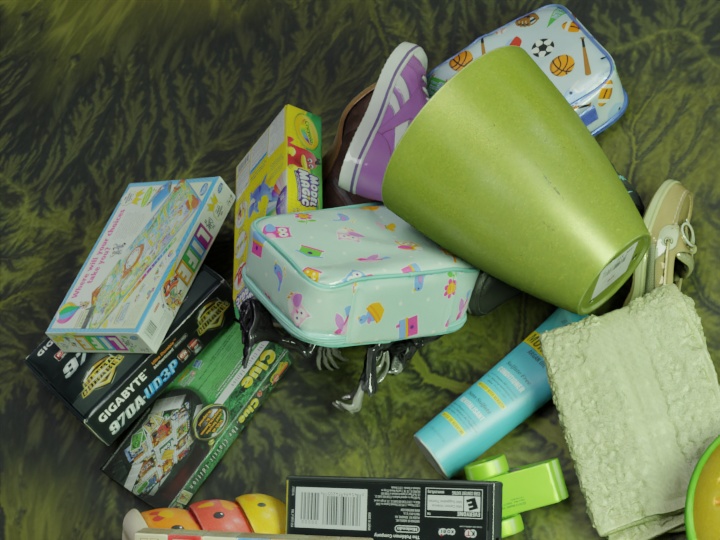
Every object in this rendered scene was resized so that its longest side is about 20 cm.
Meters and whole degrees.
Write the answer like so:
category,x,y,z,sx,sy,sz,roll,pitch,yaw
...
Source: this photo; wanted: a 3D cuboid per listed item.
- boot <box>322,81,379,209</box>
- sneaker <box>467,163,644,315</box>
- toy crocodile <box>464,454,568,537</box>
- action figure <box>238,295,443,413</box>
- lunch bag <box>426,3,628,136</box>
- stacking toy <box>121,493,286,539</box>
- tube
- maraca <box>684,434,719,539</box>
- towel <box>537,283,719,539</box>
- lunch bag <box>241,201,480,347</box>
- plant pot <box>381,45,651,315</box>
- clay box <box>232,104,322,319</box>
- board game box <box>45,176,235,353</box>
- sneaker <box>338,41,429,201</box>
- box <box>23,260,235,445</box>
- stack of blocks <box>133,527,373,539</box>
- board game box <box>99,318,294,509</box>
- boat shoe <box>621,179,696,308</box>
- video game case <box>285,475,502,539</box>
category,x,y,z,sx,sy,sz,roll,pitch,yaw
boot,0.021,-0.091,1.728,0.200,0.072,0.166,-48,43,3
sneaker,0.178,-0.024,1.602,0.200,0.076,0.079,-41,51,-5
toy crocodile,0.084,0.209,1.494,0.198,0.062,0.068,-22,88,9
action figure,-0.016,0.069,1.618,0.197,0.103,0.119,7,18,-13
lunch bag,0.159,-0.166,1.717,0.199,0.076,0.161,-33,51,1
stacking toy,-0.103,0.247,1.538,0.198,0.147,0.146,-24,46,-15
tube,0.139,0.108,1.550,0.199,0.051,0.077,-38,56,-10
maraca,0.334,0.172,1.353,0.136,0.107,0.201,32,69,2
towel,0.241,0.124,1.449,0.147,0.036,0.202,-20,73,6
lunch bag,0.000,0.000,1.563,0.198,0.078,0.160,-6,29,-34
plant pot,0.151,-0.061,1.501,0.187,0.187,0.200,-43,69,-7
clay box,-0.083,-0.052,1.713,0.115,0.047,0.202,-46,36,43
board game box,-0.224,-0.006,1.750,0.133,0.034,0.201,-1,51,37
sneaker,0.059,-0.135,1.668,0.113,0.073,0.202,16,52,7
box,-0.233,0.065,1.752,0.200,0.046,0.159,-46,39,-9
stack of blocks,-0.089,0.277,1.415,0.197,0.059,0.117,2,86,1
board game box,-0.161,0.142,1.691,0.104,0.024,0.201,25,72,40
boat shoe,0.275,0.014,1.529,0.062,0.073,0.203,8,64,23
video game case,0.025,0.268,1.452,0.198,0.025,0.183,-2,82,26
